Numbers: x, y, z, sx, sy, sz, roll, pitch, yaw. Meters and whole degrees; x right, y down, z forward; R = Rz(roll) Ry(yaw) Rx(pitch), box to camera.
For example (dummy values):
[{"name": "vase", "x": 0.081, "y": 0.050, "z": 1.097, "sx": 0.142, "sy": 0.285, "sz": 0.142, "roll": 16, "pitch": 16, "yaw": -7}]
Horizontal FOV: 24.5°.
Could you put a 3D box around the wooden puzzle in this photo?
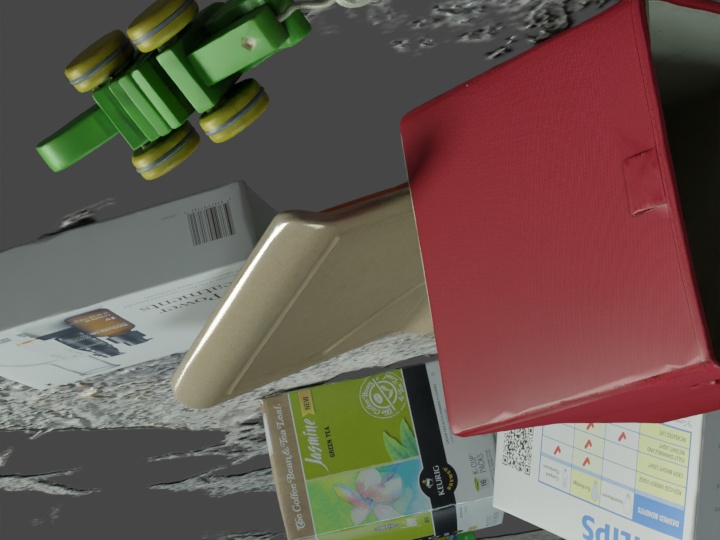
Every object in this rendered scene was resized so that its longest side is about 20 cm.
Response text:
[{"name": "wooden puzzle", "x": 0.000, "y": 0.000, "z": 0.962, "sx": 0.199, "sy": 0.037, "sz": 0.185, "roll": -14, "pitch": 153, "yaw": -38}]

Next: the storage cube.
[{"name": "storage cube", "x": 0.148, "y": -0.018, "z": 0.835, "sx": 0.170, "sy": 0.201, "sz": 0.180, "roll": 0, "pitch": 166, "yaw": -38}]

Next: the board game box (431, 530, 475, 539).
[{"name": "board game box", "x": 0.039, "y": 0.236, "z": 1.659, "sx": 0.135, "sy": 0.200, "sz": 0.035, "roll": -13, "pitch": 121, "yaw": 0}]

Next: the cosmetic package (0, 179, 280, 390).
[{"name": "cosmetic package", "x": -0.135, "y": 0.014, "z": 0.987, "sx": 0.199, "sy": 0.052, "sz": 0.151, "roll": -16, "pitch": 166, "yaw": 10}]

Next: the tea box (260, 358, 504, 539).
[{"name": "tea box", "x": 0.024, "y": 0.176, "z": 1.506, "sx": 0.196, "sy": 0.134, "sz": 0.200, "roll": -13, "pitch": 164, "yaw": -1}]

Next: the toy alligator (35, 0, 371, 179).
[{"name": "toy alligator", "x": -0.057, "y": -0.093, "z": 0.683, "sx": 0.200, "sy": 0.059, "sz": 0.054, "roll": -25, "pitch": -158, "yaw": 34}]

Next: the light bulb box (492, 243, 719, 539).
[{"name": "light bulb box", "x": 0.190, "y": 0.071, "z": 1.036, "sx": 0.124, "sy": 0.201, "sz": 0.198, "roll": -2, "pitch": -170, "yaw": -31}]
